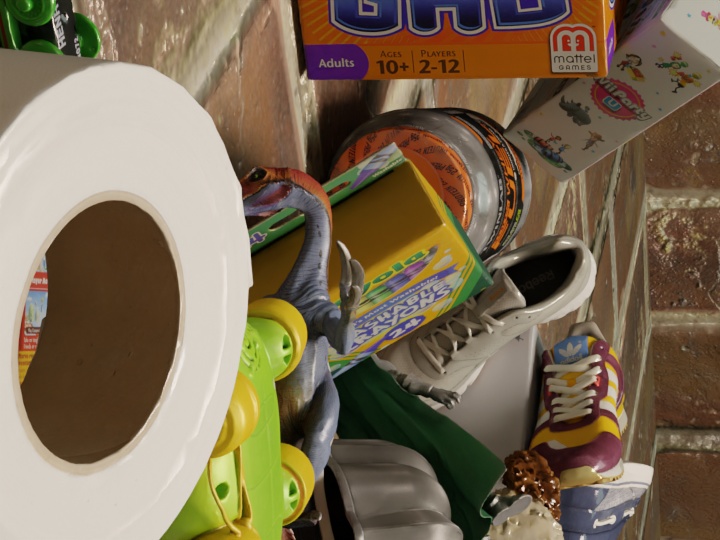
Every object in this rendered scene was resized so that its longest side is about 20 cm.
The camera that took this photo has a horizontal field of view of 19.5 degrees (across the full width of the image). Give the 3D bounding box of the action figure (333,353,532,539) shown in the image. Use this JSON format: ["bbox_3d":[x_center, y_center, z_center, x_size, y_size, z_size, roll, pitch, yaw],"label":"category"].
[{"bbox_3d":[0.032,0.109,1.361,0.055,0.200,0.118,-12,132,-36],"label":"action figure"}]

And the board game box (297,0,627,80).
[{"bbox_3d":[0.072,-0.255,1.383,0.200,0.200,0.200,-66,154,-59],"label":"board game box"}]

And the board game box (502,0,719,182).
[{"bbox_3d":[0.202,-0.162,1.455,0.148,0.064,0.200,-57,-169,-31],"label":"board game box"}]

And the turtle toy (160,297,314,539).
[{"bbox_3d":[-0.084,0.105,0.987,0.146,0.101,0.200,-55,144,-72],"label":"turtle toy"}]

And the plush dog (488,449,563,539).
[{"bbox_3d":[0.060,0.198,1.436,0.160,0.172,0.200,50,44,-69],"label":"plush dog"}]

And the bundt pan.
[{"bbox_3d":[0.015,0.193,1.274,0.202,0.076,0.202,172,-90,-75],"label":"bundt pan"}]

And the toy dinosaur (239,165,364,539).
[{"bbox_3d":[-0.051,0.043,1.142,0.200,0.105,0.182,89,14,-64],"label":"toy dinosaur"}]

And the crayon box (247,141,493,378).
[{"bbox_3d":[0.000,0.000,1.265,0.052,0.126,0.200,61,6,18],"label":"crayon box"}]

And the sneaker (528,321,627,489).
[{"bbox_3d":[0.158,0.099,1.560,0.200,0.075,0.090,-60,140,-75],"label":"sneaker"}]

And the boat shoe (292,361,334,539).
[{"bbox_3d":[-0.050,0.133,1.221,0.074,0.060,0.200,-136,-138,-58],"label":"boat shoe"}]

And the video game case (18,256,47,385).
[{"bbox_3d":[-0.153,0.041,0.876,0.143,0.017,0.200,8,83,-76],"label":"video game case"}]

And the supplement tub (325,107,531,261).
[{"bbox_3d":[0.047,-0.053,1.467,0.200,0.122,0.123,-21,112,-75],"label":"supplement tub"}]

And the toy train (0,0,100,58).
[{"bbox_3d":[-0.145,-0.158,0.809,0.042,0.056,0.200,-54,144,-53],"label":"toy train"}]

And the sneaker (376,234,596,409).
[{"bbox_3d":[0.085,0.032,1.532,0.076,0.200,0.092,52,-4,11],"label":"sneaker"}]

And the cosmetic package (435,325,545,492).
[{"bbox_3d":[0.085,0.164,1.643,0.200,0.123,0.200,65,29,-64],"label":"cosmetic package"}]

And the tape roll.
[{"bbox_3d":[-0.122,0.018,0.780,0.202,0.071,0.203,-24,118,-57],"label":"tape roll"}]

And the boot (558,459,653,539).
[{"bbox_3d":[0.184,0.194,1.681,0.200,0.073,0.090,15,84,-69],"label":"boot"}]
